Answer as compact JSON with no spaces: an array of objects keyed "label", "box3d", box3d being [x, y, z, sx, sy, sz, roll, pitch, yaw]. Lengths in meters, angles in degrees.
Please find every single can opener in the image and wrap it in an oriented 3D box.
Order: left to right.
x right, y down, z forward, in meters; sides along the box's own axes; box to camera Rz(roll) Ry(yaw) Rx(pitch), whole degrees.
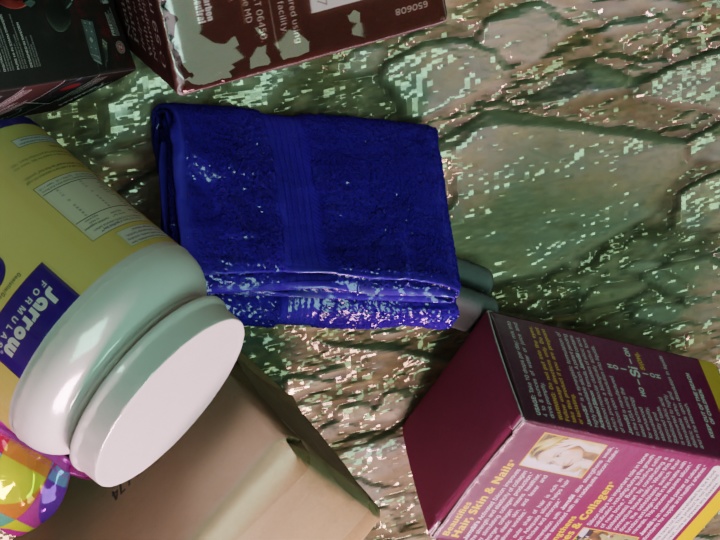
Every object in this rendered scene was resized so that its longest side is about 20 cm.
[{"label":"can opener","box3d":[0.000,0.000,1.337,0.199,0.053,0.067,15,137,-25]}]

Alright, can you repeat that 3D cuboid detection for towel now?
[{"label":"towel","box3d":[-0.031,-0.036,1.263,0.199,0.050,0.148,3,69,-25]}]

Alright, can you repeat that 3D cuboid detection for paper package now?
[{"label":"paper package","box3d":[-0.108,0.165,1.264,0.103,0.191,0.200,40,92,-29]}]

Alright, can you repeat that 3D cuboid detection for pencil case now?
[{"label":"pencil case","box3d":[-0.265,0.089,1.231,0.200,0.088,0.089,31,95,-30]}]

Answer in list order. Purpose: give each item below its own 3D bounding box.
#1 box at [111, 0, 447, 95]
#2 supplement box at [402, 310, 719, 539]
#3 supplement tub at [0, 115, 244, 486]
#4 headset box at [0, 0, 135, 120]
[{"label":"box","box3d":[-0.071,-0.218,1.133,0.164,0.200,0.167,-18,115,-16]},{"label":"supplement box","box3d":[0.150,0.123,1.386,0.199,0.103,0.131,14,130,-27]},{"label":"supplement tub","box3d":[-0.180,0.014,1.153,0.145,0.200,0.146,-46,163,-18]},{"label":"headset box","box3d":[-0.231,-0.153,1.074,0.200,0.075,0.149,-18,88,-55]}]
